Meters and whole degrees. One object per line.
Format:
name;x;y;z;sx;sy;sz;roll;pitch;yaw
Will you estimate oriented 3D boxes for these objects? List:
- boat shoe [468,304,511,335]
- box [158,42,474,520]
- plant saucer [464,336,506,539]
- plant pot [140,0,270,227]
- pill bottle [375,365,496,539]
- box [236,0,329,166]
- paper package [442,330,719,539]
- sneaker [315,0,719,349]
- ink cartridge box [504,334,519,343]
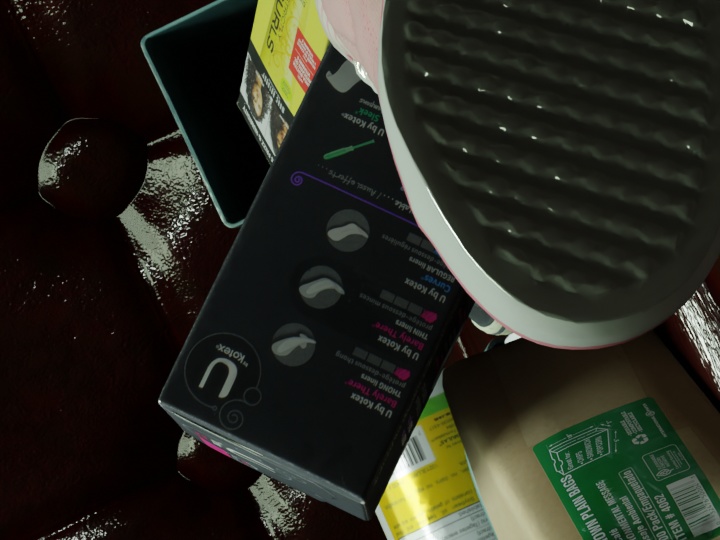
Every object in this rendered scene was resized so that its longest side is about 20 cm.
boat shoe;0.053;-0.024;1.274;0.062;0.075;0.200;22;-163;-19
box;0.000;0.000;1.117;0.106;0.201;0.122;25;171;6
plant saucer;0.109;0.136;1.413;0.200;0.036;0.200;53;-161;-27
plant pot;-0.047;-0.117;1.709;0.200;0.141;0.142;22;-138;-85
pill bottle;0.075;0.164;1.518;0.111;0.111;0.201;89;157;-82
box;-0.015;-0.131;1.252;0.075;0.050;0.200;61;153;29
paper package;0.131;0.140;1.085;0.200;0.103;0.191;-119;5;-58
sneaker;0.034;-0.054;0.558;0.105;0.075;0.201;79;173;-59
ink cartridge box;0.122;0.078;1.306;0.120;0.042;0.200;64;175;5
